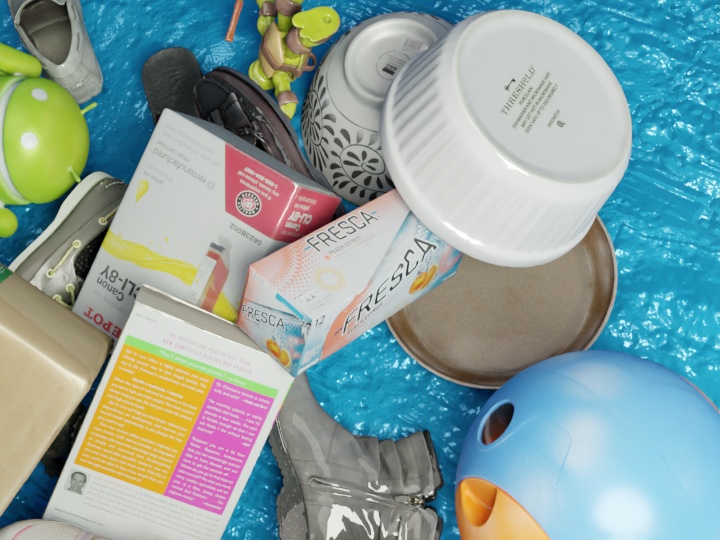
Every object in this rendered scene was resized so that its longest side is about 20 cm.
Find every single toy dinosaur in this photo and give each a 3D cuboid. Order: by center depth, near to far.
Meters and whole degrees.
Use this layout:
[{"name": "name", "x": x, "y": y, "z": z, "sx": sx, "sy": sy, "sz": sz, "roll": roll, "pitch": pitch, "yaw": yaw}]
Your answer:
[{"name": "toy dinosaur", "x": -0.270, "y": 0.122, "z": 0.881, "sx": 0.199, "sy": 0.102, "sz": 0.078, "roll": 12, "pitch": 54, "yaw": -25}]

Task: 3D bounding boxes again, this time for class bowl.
[{"name": "bowl", "x": 0.036, "y": -0.161, "z": 0.978, "sx": 0.199, "sy": 0.094, "sz": 0.202, "roll": -3, "pitch": 66, "yaw": 8}]

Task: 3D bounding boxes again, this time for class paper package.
[{"name": "paper package", "x": -0.308, "y": 0.079, "z": 0.771, "sx": 0.199, "sy": 0.104, "sz": 0.191, "roll": 35, "pitch": 97, "yaw": -11}]

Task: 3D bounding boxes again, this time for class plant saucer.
[{"name": "plant saucer", "x": 0.114, "y": 0.008, "z": 0.923, "sx": 0.198, "sy": 0.032, "sz": 0.202, "roll": -4, "pitch": 65, "yaw": 8}]

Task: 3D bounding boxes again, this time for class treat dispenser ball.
[{"name": "treat dispenser ball", "x": 0.164, "y": 0.156, "z": 0.754, "sx": 0.199, "sy": 0.201, "sz": 0.202, "roll": -4, "pitch": 65, "yaw": 8}]

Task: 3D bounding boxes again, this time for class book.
[{"name": "book", "x": -0.144, "y": 0.130, "z": 0.829, "sx": 0.133, "sy": 0.048, "sz": 0.201, "roll": 24, "pitch": 103, "yaw": -10}]

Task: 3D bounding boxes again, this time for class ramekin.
[{"name": "ramekin", "x": 0.122, "y": -0.112, "z": 0.862, "sx": 0.201, "sy": 0.094, "sz": 0.204, "roll": 11, "pitch": 61, "yaw": -21}]

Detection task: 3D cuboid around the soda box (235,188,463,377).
[{"name": "soda box", "x": 0.000, "y": 0.000, "z": 0.842, "sx": 0.068, "sy": 0.064, "sz": 0.199, "roll": 39, "pitch": 45, "yaw": 22}]

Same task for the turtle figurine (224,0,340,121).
[{"name": "turtle figurine", "x": -0.068, "y": -0.196, "z": 0.994, "sx": 0.064, "sy": 0.161, "sz": 0.202, "roll": 0, "pitch": 71, "yaw": -23}]

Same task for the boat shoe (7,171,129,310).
[{"name": "boat shoe", "x": -0.258, "y": 0.004, "z": 0.965, "sx": 0.060, "sy": 0.072, "sz": 0.203, "roll": 22, "pitch": 67, "yaw": 23}]

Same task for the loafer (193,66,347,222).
[{"name": "loafer", "x": -0.087, "y": -0.093, "z": 0.955, "sx": 0.063, "sy": 0.072, "sz": 0.200, "roll": -29, "pitch": 77, "yaw": -42}]

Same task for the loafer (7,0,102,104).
[{"name": "loafer", "x": -0.311, "y": -0.255, "z": 1.090, "sx": 0.070, "sy": 0.070, "sz": 0.201, "roll": -30, "pitch": 65, "yaw": -4}]

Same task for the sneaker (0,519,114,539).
[{"name": "sneaker", "x": -0.170, "y": 0.227, "z": 0.784, "sx": 0.199, "sy": 0.088, "sz": 0.082, "roll": 28, "pitch": 52, "yaw": -26}]

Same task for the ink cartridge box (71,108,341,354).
[{"name": "ink cartridge box", "x": -0.130, "y": -0.008, "z": 0.900, "sx": 0.145, "sy": 0.083, "sz": 0.201, "roll": 30, "pitch": 99, "yaw": 22}]

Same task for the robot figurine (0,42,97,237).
[{"name": "robot figurine", "x": -0.340, "y": -0.120, "z": 1.008, "sx": 0.198, "sy": 0.116, "sz": 0.177, "roll": 2, "pitch": 74, "yaw": 13}]

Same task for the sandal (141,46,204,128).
[{"name": "sandal", "x": -0.164, "y": -0.131, "z": 1.022, "sx": 0.075, "sy": 0.048, "sz": 0.201, "roll": -24, "pitch": 65, "yaw": -2}]

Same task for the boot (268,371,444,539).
[{"name": "boot", "x": -0.005, "y": 0.140, "z": 0.872, "sx": 0.130, "sy": 0.070, "sz": 0.202, "roll": -10, "pitch": 76, "yaw": 2}]
